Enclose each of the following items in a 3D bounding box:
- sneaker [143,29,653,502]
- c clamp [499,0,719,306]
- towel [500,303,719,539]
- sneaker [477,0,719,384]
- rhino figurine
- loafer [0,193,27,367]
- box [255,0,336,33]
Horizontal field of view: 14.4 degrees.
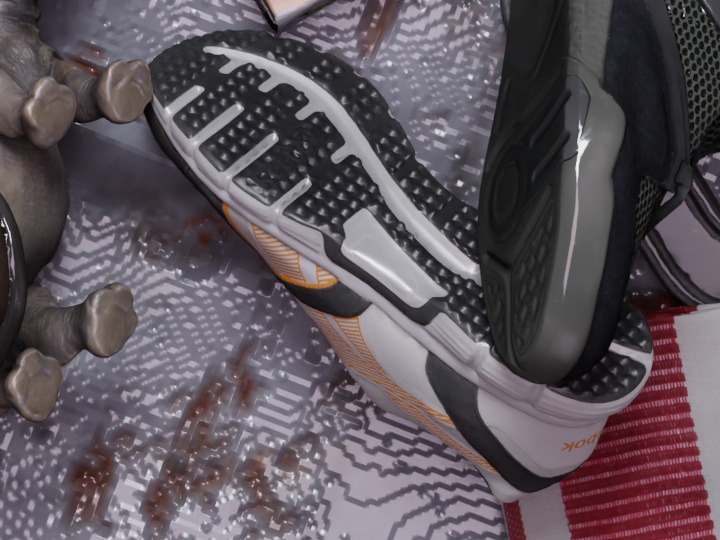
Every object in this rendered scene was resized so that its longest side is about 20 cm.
[{"bbox_3d":[0.000,0.000,0.922,0.200,0.080,0.074,42,52,19],"label":"sneaker"},{"bbox_3d":[0.151,-0.071,0.961,0.171,0.027,0.200,-38,92,3],"label":"c clamp"},{"bbox_3d":[0.145,0.077,0.926,0.200,0.023,0.144,-11,90,20],"label":"towel"},{"bbox_3d":[0.100,-0.048,0.882,0.114,0.076,0.199,19,58,-14],"label":"sneaker"},{"bbox_3d":[-0.116,-0.053,0.921,0.087,0.060,0.200,3,87,42],"label":"rhino figurine"},{"bbox_3d":[-0.190,0.032,0.881,0.200,0.071,0.073,-30,72,22],"label":"loafer"},{"bbox_3d":[-0.031,-0.192,0.947,0.110,0.035,0.200,-29,90,-3],"label":"box"}]
